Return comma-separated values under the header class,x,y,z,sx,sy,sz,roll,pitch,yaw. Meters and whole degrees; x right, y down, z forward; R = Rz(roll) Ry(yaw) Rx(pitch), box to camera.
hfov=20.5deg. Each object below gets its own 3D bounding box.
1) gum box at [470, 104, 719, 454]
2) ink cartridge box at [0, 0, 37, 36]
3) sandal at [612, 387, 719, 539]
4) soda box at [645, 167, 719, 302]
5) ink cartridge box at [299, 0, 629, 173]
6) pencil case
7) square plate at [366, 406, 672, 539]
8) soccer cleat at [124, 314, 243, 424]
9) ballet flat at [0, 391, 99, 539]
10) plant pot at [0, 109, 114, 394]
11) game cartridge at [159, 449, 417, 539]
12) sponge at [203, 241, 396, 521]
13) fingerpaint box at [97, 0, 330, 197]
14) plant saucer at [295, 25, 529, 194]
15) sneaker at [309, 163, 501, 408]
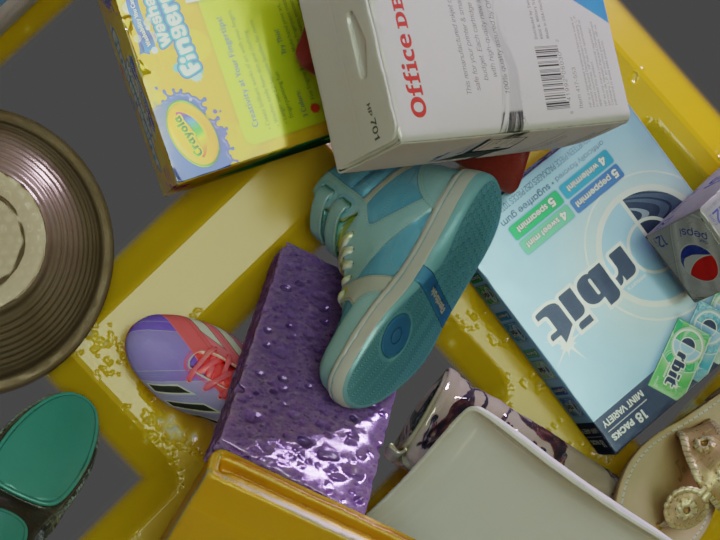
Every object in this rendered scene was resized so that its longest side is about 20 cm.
class,x,y,z,sx,sy,sz,roll,pitch,yaw
gum box,0.184,0.004,1.466,0.170,0.045,0.200,-39,93,-13
ink cartridge box,-0.276,-0.216,1.313,0.125,0.200,0.129,-42,95,5
sandal,0.257,0.130,1.416,0.078,0.070,0.211,52,52,-2
soda box,0.301,-0.062,1.455,0.200,0.068,0.064,-40,94,-33
ink cartridge box,0.069,-0.153,1.333,0.199,0.086,0.148,-8,83,-32
pencil case,0.112,0.152,1.417,0.199,0.078,0.090,34,51,-9
square plate,0.106,0.197,1.380,0.199,0.198,0.029,35,39,-7
soccer cleat,-0.074,0.094,1.382,0.200,0.076,0.067,38,78,-7
ballet flat,-0.239,0.166,1.336,0.072,0.072,0.201,32,46,-8
plant pot,-0.263,-0.015,1.342,0.199,0.093,0.203,1,86,-13
game cartridge,-0.061,0.224,1.332,0.175,0.200,0.033,26,38,-9
sponge,-0.031,0.077,1.362,0.111,0.030,0.201,28,42,-11
fingerpaint box,-0.091,-0.174,1.404,0.166,0.073,0.201,-20,89,-15
plant saucer,0.070,-0.188,1.415,0.199,0.037,0.201,30,65,-23
sneaker,0.000,0.000,1.385,0.130,0.080,0.200,20,59,28
